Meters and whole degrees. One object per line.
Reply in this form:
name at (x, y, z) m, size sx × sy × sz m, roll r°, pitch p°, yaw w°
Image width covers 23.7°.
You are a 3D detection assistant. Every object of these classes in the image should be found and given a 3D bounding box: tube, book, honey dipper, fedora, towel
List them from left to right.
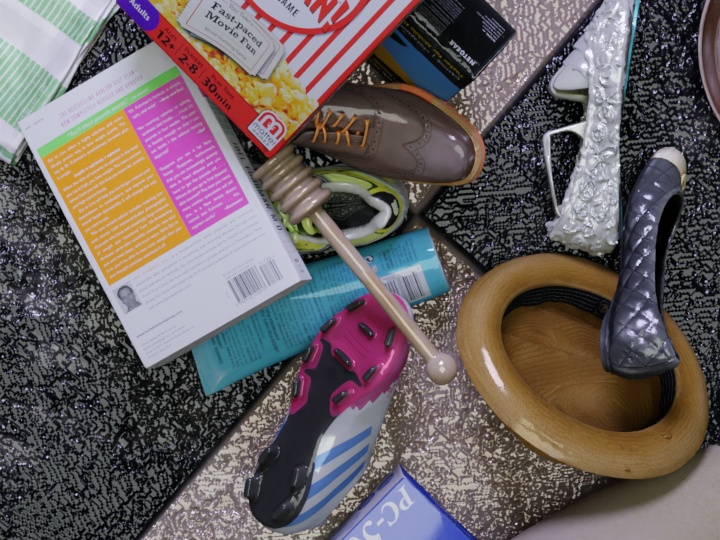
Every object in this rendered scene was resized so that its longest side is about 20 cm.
towel at (-0.261, -0.198, 1.256) m, size 0.152 × 0.023 × 0.200 m, roll 33°, pitch 93°, yaw -4°
book at (-0.139, -0.050, 1.218) m, size 0.134 × 0.048 × 0.200 m, roll -29°, pitch 83°, yaw 15°
tube at (-0.034, 0.025, 1.273) m, size 0.200 × 0.050 × 0.078 m, roll -19°, pitch 90°, yaw 3°
honey dipper at (0.000, 0.000, 1.196) m, size 0.038 × 0.038 × 0.200 m, roll -38°, pitch 93°, yaw 1°
fedora at (0.152, 0.082, 1.246) m, size 0.200 × 0.082 × 0.201 m, roll 13°, pitch 50°, yaw -16°

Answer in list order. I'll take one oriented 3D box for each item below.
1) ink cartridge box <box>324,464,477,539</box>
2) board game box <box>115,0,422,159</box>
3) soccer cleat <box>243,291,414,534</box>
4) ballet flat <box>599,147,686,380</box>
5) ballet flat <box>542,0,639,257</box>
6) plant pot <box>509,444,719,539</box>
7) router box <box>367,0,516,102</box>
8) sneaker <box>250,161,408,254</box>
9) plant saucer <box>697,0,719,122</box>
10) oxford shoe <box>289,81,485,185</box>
ink cartridge box at (-0.006, 0.252, 1.291) m, size 0.094 × 0.044 × 0.200 m, roll 45°, pitch 91°, yaw -6°
board game box at (-0.046, -0.193, 1.116) m, size 0.152 × 0.046 × 0.200 m, roll 45°, pitch 125°, yaw -2°
soccer cleat at (-0.014, 0.105, 1.263) m, size 0.070 × 0.086 × 0.200 m, roll 36°, pitch 100°, yaw 32°
ballet flat at (0.216, -0.005, 1.234) m, size 0.057 × 0.066 × 0.200 m, roll 1°, pitch 55°, yaw 23°
ballet flat at (0.167, -0.110, 1.257) m, size 0.072 × 0.072 × 0.200 m, roll 4°, pitch 93°, yaw -3°
plant pot at (0.212, 0.223, 1.244) m, size 0.200 × 0.187 × 0.187 m, roll -39°, pitch 95°, yaw -15°
router box at (0.006, -0.204, 1.201) m, size 0.200 × 0.149 × 0.051 m, roll 44°, pitch 79°, yaw -4°
sneaker at (-0.065, -0.045, 1.249) m, size 0.200 × 0.076 × 0.076 m, roll -10°, pitch 97°, yaw 0°
plant saucer at (0.347, -0.166, 1.277) m, size 0.200 × 0.034 × 0.201 m, roll 0°, pitch 94°, yaw -1°
oxford shoe at (-0.010, -0.100, 1.213) m, size 0.200 × 0.073 × 0.071 m, roll 19°, pitch 115°, yaw 22°
